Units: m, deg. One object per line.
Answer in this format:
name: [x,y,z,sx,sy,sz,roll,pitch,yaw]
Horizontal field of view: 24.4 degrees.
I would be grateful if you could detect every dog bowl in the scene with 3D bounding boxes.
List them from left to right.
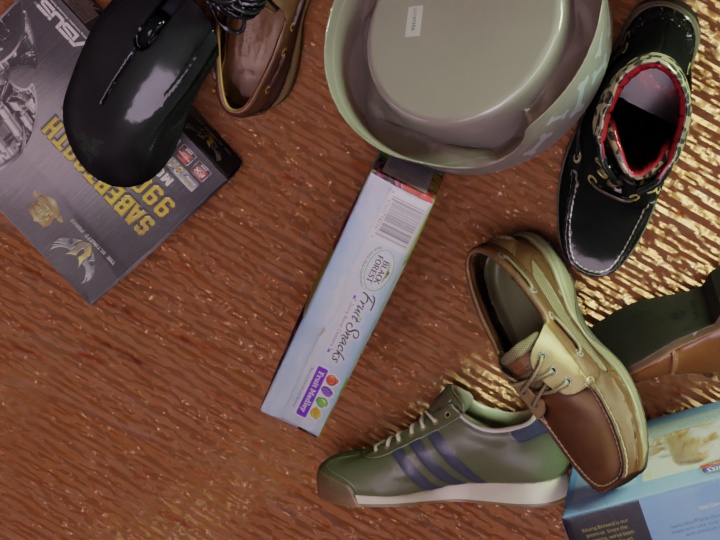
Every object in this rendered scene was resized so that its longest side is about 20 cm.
dog bowl: [0.075,-0.155,1.102,0.199,0.059,0.202,-11,66,26]

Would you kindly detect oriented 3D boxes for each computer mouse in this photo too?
computer mouse: [-0.157,-0.146,1.152,0.138,0.053,0.201,33,114,16]

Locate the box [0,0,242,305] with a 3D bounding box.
box: [-0.212,-0.099,1.247,0.158,0.048,0.200,-39,98,21]

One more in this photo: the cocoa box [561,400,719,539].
cocoa box: [0.261,0.179,1.201,0.199,0.133,0.132,-17,106,18]

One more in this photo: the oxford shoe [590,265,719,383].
oxford shoe: [0.232,0.056,1.199,0.199,0.072,0.071,-24,122,25]

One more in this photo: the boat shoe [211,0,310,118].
boat shoe: [-0.067,-0.202,1.164,0.071,0.068,0.201,12,113,8]

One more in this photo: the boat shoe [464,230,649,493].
boat shoe: [0.128,0.064,1.172,0.076,0.074,0.201,-44,62,36]

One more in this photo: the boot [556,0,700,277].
boot: [0.173,-0.071,1.113,0.073,0.154,0.205,18,113,5]

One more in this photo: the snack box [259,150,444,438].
snack box: [0.000,0.000,1.186,0.053,0.142,0.201,26,113,0]

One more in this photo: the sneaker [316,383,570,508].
sneaker: [0.062,0.128,1.269,0.199,0.067,0.091,-1,103,13]
